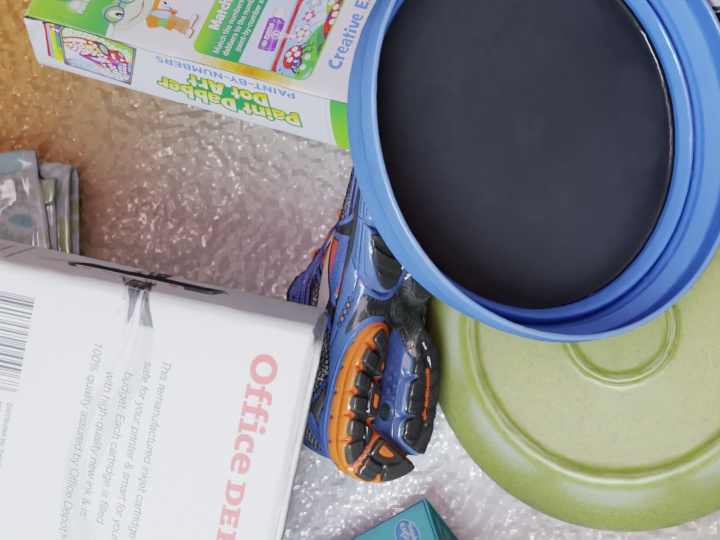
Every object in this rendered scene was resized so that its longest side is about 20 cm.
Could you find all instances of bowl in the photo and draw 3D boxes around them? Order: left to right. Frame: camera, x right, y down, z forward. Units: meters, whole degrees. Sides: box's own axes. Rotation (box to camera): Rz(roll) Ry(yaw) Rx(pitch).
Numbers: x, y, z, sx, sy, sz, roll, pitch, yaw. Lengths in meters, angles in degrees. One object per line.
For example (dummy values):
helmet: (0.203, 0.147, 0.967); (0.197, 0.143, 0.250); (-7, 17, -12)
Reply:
bowl: (0.083, -0.067, 0.875); (0.200, 0.039, 0.201); (2, 85, -29)

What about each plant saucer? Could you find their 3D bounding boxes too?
plant saucer: (0.127, 0.028, 0.947); (0.200, 0.031, 0.200); (-1, 86, 12)

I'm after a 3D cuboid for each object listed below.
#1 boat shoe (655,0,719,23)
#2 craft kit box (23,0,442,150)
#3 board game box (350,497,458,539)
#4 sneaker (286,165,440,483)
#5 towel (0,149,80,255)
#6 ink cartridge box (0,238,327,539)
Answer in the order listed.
boat shoe: (0.228, -0.127, 0.915); (0.200, 0.072, 0.071); (2, 122, 28)
craft kit box: (-0.033, -0.163, 0.947); (0.197, 0.049, 0.200); (18, 63, 10)
board game box: (-0.028, 0.216, 0.911); (0.200, 0.047, 0.151); (-30, 36, 9)
sneaker: (0.000, 0.000, 0.951); (0.078, 0.075, 0.200); (7, 82, 46)
towel: (-0.234, 0.035, 1.012); (0.200, 0.048, 0.172); (-9, 83, 11)
ink cartridge box: (-0.124, 0.071, 0.892); (0.200, 0.084, 0.145); (12, 97, 3)
